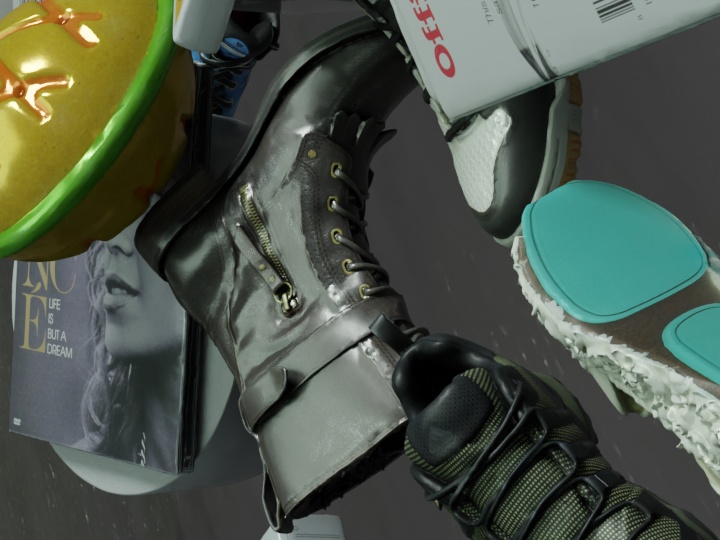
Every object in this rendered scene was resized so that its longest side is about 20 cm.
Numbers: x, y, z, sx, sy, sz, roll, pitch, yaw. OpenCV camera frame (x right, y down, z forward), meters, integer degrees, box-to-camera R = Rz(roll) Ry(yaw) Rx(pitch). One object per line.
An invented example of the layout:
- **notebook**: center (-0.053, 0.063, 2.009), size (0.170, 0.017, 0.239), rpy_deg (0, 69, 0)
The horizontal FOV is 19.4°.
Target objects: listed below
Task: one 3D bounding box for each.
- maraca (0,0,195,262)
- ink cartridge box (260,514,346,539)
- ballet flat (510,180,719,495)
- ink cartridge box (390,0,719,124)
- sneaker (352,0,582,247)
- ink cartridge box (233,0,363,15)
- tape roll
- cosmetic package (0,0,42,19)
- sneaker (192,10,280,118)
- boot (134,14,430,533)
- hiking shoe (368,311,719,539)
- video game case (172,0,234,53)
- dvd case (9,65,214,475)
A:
- **maraca**: center (-0.128, -0.089, 0.995), size (0.137, 0.107, 0.201), rpy_deg (-7, 49, 49)
- **ink cartridge box**: center (-0.042, 0.255, 1.039), size (0.200, 0.040, 0.201), rpy_deg (124, 141, -47)
- **ballet flat**: center (0.110, 0.034, 0.731), size (0.200, 0.071, 0.072), rpy_deg (-132, 52, -57)
- **ink cartridge box**: center (0.079, -0.150, 0.743), size (0.200, 0.083, 0.146), rpy_deg (-15, 99, 63)
- **sneaker**: center (0.034, -0.102, 0.883), size (0.076, 0.087, 0.202), rpy_deg (-43, 50, 52)
- **ink cartridge box**: center (-0.028, -0.230, 1.038), size (0.146, 0.082, 0.202), rpy_deg (11, 95, 64)
- **tape roll**: center (-0.102, 0.016, 1.111), size (0.199, 0.066, 0.202), rpy_deg (1, 91, 46)
- **cosmetic package**: center (-0.250, -0.132, 1.465), size (0.200, 0.106, 0.091), rpy_deg (-36, 55, 56)
- **sneaker**: center (-0.089, -0.125, 1.160), size (0.090, 0.078, 0.202), rpy_deg (39, 124, 52)
- **boot**: center (0.000, 0.000, 0.956), size (0.200, 0.069, 0.175), rpy_deg (-44, 62, 15)
- **hiking shoe**: center (0.060, 0.087, 0.764), size (0.076, 0.100, 0.200), rpy_deg (-54, 32, 8)
- **video game case**: center (-0.044, -0.215, 0.889), size (0.201, 0.023, 0.183), rpy_deg (-97, 25, -58)
- **dvd case**: center (-0.131, -0.006, 1.083), size (0.148, 0.016, 0.202), rpy_deg (8, 95, 47)
